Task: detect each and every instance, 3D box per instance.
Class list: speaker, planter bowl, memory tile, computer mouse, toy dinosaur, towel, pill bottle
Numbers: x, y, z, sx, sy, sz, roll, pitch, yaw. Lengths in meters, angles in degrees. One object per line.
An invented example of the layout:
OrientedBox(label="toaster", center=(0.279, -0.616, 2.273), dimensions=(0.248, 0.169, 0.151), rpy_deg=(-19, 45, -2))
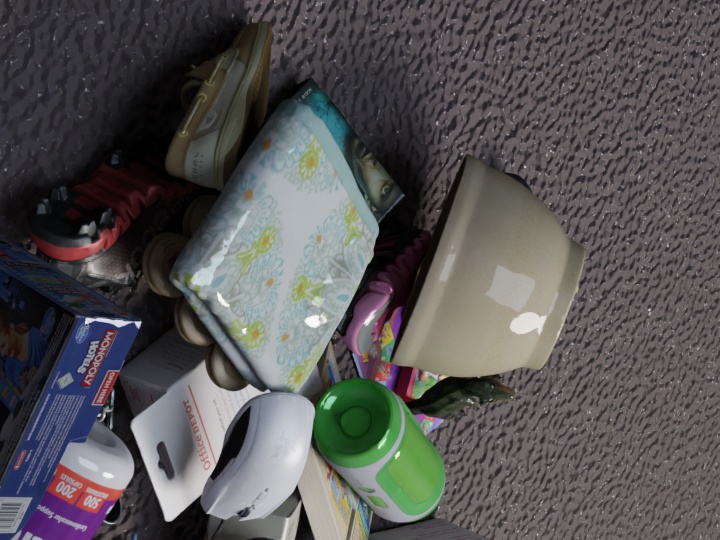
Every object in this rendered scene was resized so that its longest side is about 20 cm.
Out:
OrientedBox(label="speaker", center=(0.019, 0.164, 1.763), dimensions=(0.089, 0.088, 0.200), rpy_deg=(-60, 155, -13))
OrientedBox(label="planter bowl", center=(0.122, 0.012, 1.771), dimensions=(0.200, 0.134, 0.202), rpy_deg=(21, 90, -90))
OrientedBox(label="memory tile", center=(-0.081, -0.013, 1.591), dimensions=(0.200, 0.017, 0.154), rpy_deg=(-48, 123, -31))
OrientedBox(label="computer mouse", center=(-0.092, 0.181, 1.591), dimensions=(0.109, 0.044, 0.201), rpy_deg=(8, 128, -24))
OrientedBox(label="toy dinosaur", center=(0.083, 0.121, 1.851), dimensions=(0.088, 0.199, 0.048), rpy_deg=(-20, 85, -45))
OrientedBox(label="towel", center=(-0.059, -0.012, 1.529), dimensions=(0.172, 0.048, 0.200), rpy_deg=(-61, 148, -20))
OrientedBox(label="pill bottle", center=(-0.267, 0.198, 1.493), dimensions=(0.112, 0.112, 0.201), rpy_deg=(28, 97, -50))

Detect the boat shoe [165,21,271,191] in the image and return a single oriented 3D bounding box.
OrientedBox(label="boat shoe", center=(-0.111, -0.138, 1.561), dimensions=(0.201, 0.066, 0.074), rpy_deg=(-78, 174, -53))

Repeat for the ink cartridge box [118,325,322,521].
OrientedBox(label="ink cartridge box", center=(-0.131, 0.105, 1.666), dimensions=(0.200, 0.068, 0.116), rpy_deg=(-40, 130, -33))

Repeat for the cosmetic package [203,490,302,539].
OrientedBox(label="cosmetic package", center=(-0.109, 0.294, 1.732), dimensions=(0.104, 0.073, 0.202), rpy_deg=(-42, 144, -82))

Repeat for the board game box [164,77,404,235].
OrientedBox(label="board game box", center=(-0.064, -0.050, 1.660), dimensions=(0.135, 0.028, 0.200), rpy_deg=(50, 59, -14))

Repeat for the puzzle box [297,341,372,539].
OrientedBox(label="puzzle box", center=(-0.027, 0.182, 1.798), dimensions=(0.133, 0.025, 0.201), rpy_deg=(-77, 157, -52))

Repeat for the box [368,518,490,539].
OrientedBox(label="box", center=(0.066, 0.372, 1.918), dimensions=(0.199, 0.171, 0.201), rpy_deg=(-5, 109, -48))

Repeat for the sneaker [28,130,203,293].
OrientedBox(label="sneaker", center=(-0.188, -0.040, 1.546), dimensions=(0.200, 0.071, 0.098), rpy_deg=(-39, 149, -47))

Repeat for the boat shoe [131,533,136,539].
OrientedBox(label="boat shoe", center=(-0.209, 0.261, 1.620), dimensions=(0.199, 0.084, 0.069), rpy_deg=(13, 112, -53))

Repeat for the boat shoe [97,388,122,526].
OrientedBox(label="boat shoe", center=(-0.215, 0.112, 1.575), dimensions=(0.072, 0.062, 0.202), rpy_deg=(-17, 117, -45))

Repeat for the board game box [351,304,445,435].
OrientedBox(label="board game box", center=(0.069, 0.081, 1.911), dimensions=(0.158, 0.039, 0.201), rpy_deg=(-43, 132, -30))

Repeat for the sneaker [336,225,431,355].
OrientedBox(label="sneaker", center=(0.000, 0.000, 1.773), dimensions=(0.200, 0.095, 0.079), rpy_deg=(-46, 157, -62))

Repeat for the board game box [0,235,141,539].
OrientedBox(label="board game box", center=(-0.268, 0.062, 1.418), dimensions=(0.061, 0.200, 0.201), rpy_deg=(7, 119, -45))

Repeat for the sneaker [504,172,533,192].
OrientedBox(label="sneaker", center=(0.135, 0.004, 1.924), dimensions=(0.085, 0.074, 0.202), rpy_deg=(95, -2, -72))
